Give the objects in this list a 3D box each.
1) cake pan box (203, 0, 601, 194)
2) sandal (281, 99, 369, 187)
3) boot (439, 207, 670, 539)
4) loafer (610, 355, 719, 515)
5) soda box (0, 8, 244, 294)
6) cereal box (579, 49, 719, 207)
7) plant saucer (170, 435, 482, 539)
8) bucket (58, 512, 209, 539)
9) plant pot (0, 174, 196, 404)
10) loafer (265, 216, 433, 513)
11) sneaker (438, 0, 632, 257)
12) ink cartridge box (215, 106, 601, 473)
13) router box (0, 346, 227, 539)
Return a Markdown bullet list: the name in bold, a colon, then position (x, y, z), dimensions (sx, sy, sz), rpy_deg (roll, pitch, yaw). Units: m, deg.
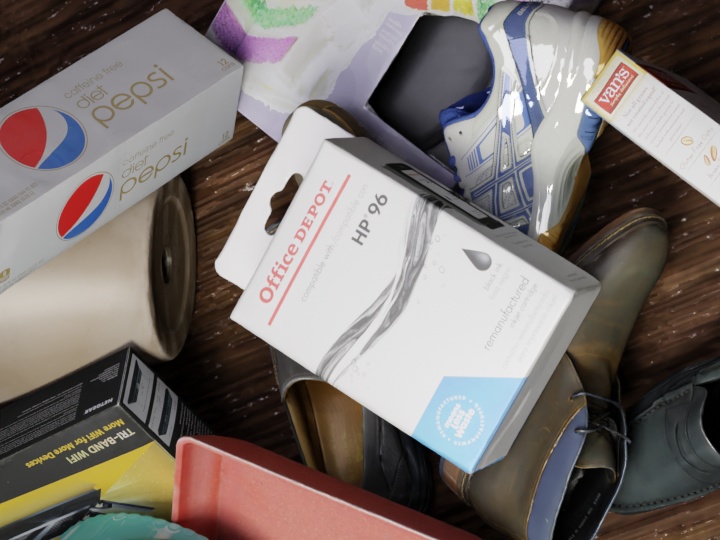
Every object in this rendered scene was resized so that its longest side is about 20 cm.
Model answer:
- **cake pan box**: position (0.020, -0.137, 1.330), dimensions (0.200, 0.052, 0.184), rpy_deg (40, 111, 19)
- **sandal**: position (0.000, 0.000, 1.293), dimensions (0.080, 0.054, 0.200), rpy_deg (-24, 93, 52)
- **boot**: position (0.131, 0.068, 1.252), dimensions (0.097, 0.075, 0.200), rpy_deg (47, 112, 43)
- **loafer**: position (0.195, 0.080, 1.227), dimensions (0.201, 0.070, 0.068), rpy_deg (-35, 86, 37)
- **soda box**: position (-0.159, -0.069, 1.298), dimensions (0.068, 0.200, 0.064), rpy_deg (37, 142, 21)
- **cereal box**: position (0.218, -0.038, 1.182), dimensions (0.200, 0.144, 0.040), rpy_deg (40, 102, 19)
- **plant saucer**: position (-0.015, 0.189, 1.316), dimensions (0.200, 0.037, 0.200), rpy_deg (21, 133, 16)
- **bucket**: position (-0.136, 0.249, 1.314), dimensions (0.207, 0.135, 0.207), rpy_deg (15, 131, 18)
- **plant pot**: position (-0.197, -0.003, 1.382), dimensions (0.173, 0.200, 0.200), rpy_deg (1, 93, 11)
- **loafer**: position (-0.017, 0.060, 1.345), dimensions (0.073, 0.072, 0.200), rpy_deg (-27, 80, 26)
- **sneaker**: position (0.082, -0.058, 1.259), dimensions (0.088, 0.075, 0.200), rpy_deg (21, 115, 9)
- **ink cartridge box**: position (0.012, 0.006, 1.224), dimensions (0.200, 0.068, 0.116), rpy_deg (32, 103, 15)
- **router box**: position (-0.171, 0.147, 1.386), dimensions (0.200, 0.052, 0.157), rpy_deg (-26, 125, 26)
